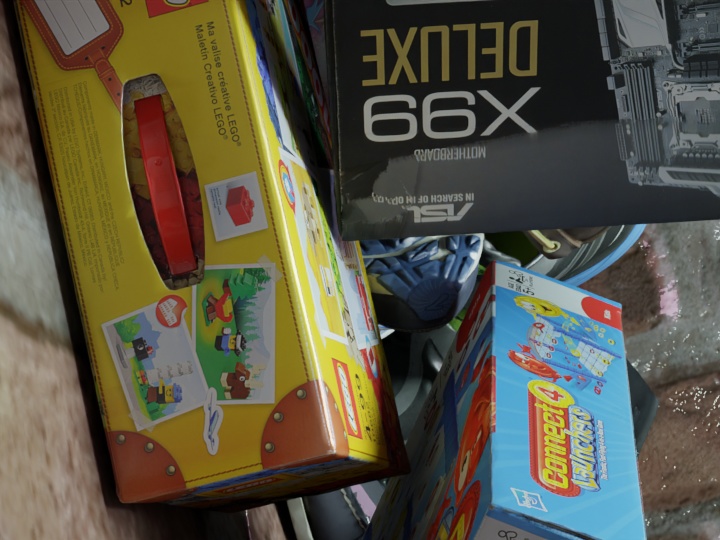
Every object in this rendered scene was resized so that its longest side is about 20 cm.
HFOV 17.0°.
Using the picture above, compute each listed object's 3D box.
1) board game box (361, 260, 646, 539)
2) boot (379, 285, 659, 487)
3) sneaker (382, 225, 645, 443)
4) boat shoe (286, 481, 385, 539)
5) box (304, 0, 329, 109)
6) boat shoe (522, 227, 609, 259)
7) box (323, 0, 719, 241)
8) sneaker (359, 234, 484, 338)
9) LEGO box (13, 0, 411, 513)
[{"bbox_3d":[0.034,0.125,0.869,0.196,0.056,0.200,-82,-165,-67],"label":"board game box"},{"bbox_3d":[0.078,0.098,1.228,0.066,0.165,0.200,40,-4,21],"label":"boot"},{"bbox_3d":[0.044,0.006,1.094,0.071,0.200,0.083,47,0,34],"label":"sneaker"},{"bbox_3d":[0.012,0.122,1.058,0.073,0.063,0.201,-84,157,-66],"label":"boat shoe"},{"bbox_3d":[0.019,-0.120,1.018,0.103,0.199,0.095,-94,-154,-48],"label":"box"},{"bbox_3d":[0.032,-0.079,0.934,0.200,0.060,0.072,39,21,-25],"label":"boat shoe"},{"bbox_3d":[0.086,-0.090,0.821,0.050,0.199,0.158,-95,-177,-51],"label":"box"},{"bbox_3d":[0.000,0.000,1.013,0.200,0.077,0.085,-140,-136,-65],"label":"sneaker"},{"bbox_3d":[-0.051,-0.020,0.855,0.149,0.077,0.201,33,43,-77],"label":"LEGO box"}]
